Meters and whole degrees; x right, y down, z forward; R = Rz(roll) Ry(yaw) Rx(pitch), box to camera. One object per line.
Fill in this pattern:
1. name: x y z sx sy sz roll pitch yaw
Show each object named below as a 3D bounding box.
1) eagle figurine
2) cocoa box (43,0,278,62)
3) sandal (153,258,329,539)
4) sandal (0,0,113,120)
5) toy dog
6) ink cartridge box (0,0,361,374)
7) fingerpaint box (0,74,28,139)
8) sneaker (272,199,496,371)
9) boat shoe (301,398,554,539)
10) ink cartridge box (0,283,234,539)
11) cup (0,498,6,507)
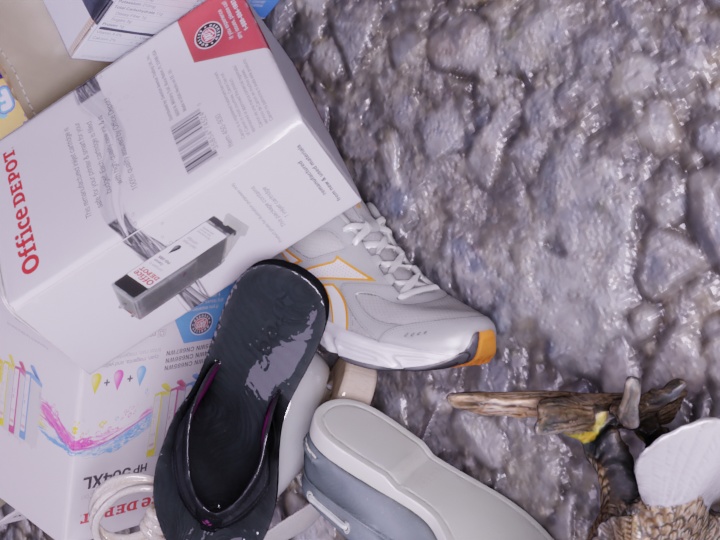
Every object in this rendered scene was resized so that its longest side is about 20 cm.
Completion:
1. eagle figurine: 0.131 0.156 0.650 0.151 0.151 0.202 -8 78 26
2. cocoa box: -0.139 -0.248 0.868 0.131 0.133 0.201 -43 65 37
3. sandal: -0.075 0.090 0.776 0.075 0.048 0.202 18 107 5
4. sandal: -0.215 -0.156 0.900 0.078 0.212 0.070 -40 26 7
5. toy dog: -0.069 0.118 0.865 0.132 0.096 0.200 42 96 -10
6. ink cartridge box: -0.120 -0.056 0.818 0.199 0.083 0.147 -32 47 7
7. fingerpaint box: -0.263 -0.159 0.986 0.198 0.073 0.168 -9 88 15
8. sneaker: 0.000 0.000 0.803 0.199 0.075 0.093 18 103 42
9. boat shoe: 0.044 0.154 0.766 0.200 0.073 0.062 37 123 23
10. ink cartridge box: -0.184 0.089 0.959 0.125 0.128 0.201 23 111 40
11. cup: -0.303 0.108 1.061 0.143 0.200 0.200 50 132 -6
